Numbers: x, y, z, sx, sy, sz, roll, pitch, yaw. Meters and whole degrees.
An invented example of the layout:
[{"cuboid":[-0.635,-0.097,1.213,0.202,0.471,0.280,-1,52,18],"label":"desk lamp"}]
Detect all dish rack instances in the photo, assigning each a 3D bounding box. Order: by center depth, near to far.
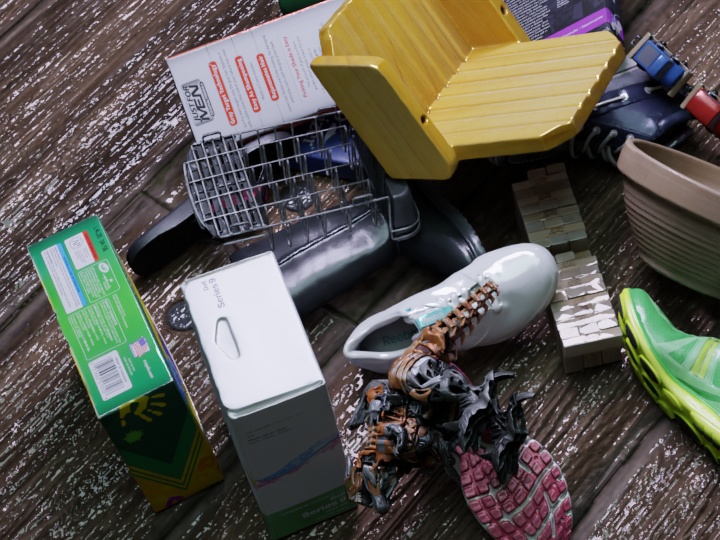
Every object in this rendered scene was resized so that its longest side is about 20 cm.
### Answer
[{"cuboid":[-0.057,-0.079,1.595,0.199,0.055,0.154,-13,44,-8],"label":"dish rack"}]

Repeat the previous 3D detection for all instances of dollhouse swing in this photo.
[{"cuboid":[0.100,-0.200,1.546,0.175,0.182,0.200,-20,25,44],"label":"dollhouse swing"}]

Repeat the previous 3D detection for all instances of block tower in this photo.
[{"cuboid":[0.184,0.000,1.574,0.054,0.058,0.201,-14,51,1],"label":"block tower"}]

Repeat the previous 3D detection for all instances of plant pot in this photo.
[{"cuboid":[0.305,-0.034,1.523,0.200,0.201,0.093,30,104,28],"label":"plant pot"}]

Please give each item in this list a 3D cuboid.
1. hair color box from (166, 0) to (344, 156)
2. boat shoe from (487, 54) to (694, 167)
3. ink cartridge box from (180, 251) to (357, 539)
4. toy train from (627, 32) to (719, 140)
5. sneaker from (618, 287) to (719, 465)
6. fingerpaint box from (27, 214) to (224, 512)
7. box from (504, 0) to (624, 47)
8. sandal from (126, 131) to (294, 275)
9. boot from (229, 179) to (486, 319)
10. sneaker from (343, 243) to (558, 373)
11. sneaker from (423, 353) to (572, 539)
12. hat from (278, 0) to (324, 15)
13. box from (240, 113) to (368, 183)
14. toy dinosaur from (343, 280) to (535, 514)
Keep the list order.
[{"cuboid":[-0.077,-0.188,1.691,0.199,0.061,0.102,-20,91,-3],"label":"hair color box"},{"cuboid":[0.221,-0.131,1.650,0.199,0.075,0.093,-28,60,-8],"label":"boat shoe"},{"cuboid":[-0.074,0.105,1.456,0.087,0.200,0.146,-21,53,-5],"label":"ink cartridge box"},{"cuboid":[0.319,-0.145,1.605,0.200,0.046,0.034,45,113,14],"label":"toy train"},{"cuboid":[0.291,0.089,1.479,0.083,0.074,0.200,-35,65,-11],"label":"sneaker"},{"cuboid":[-0.202,0.080,1.521,0.073,0.167,0.200,-26,53,-6],"label":"fingerpaint box"},{"cuboid":[0.185,-0.256,1.718,0.143,0.036,0.201,-25,39,27],"label":"box"},{"cuboid":[-0.133,-0.055,1.671,0.200,0.075,0.045,-40,63,-9],"label":"sandal"},{"cuboid":[0.000,0.000,1.601,0.199,0.066,0.165,-26,44,-13],"label":"boot"},{"cuboid":[0.076,0.039,1.512,0.199,0.088,0.075,-28,81,15],"label":"sneaker"},{"cuboid":[0.110,0.154,1.469,0.081,0.075,0.200,-37,68,1],"label":"sneaker"},{"cuboid":[-0.052,-0.257,1.816,0.177,0.199,0.166,-64,33,16],"label":"hat"},{"cuboid":[-0.016,-0.147,1.735,0.199,0.032,0.121,13,58,19],"label":"box"},{"cuboid":[0.059,0.103,1.413,0.135,0.102,0.201,22,101,35],"label":"toy dinosaur"}]
